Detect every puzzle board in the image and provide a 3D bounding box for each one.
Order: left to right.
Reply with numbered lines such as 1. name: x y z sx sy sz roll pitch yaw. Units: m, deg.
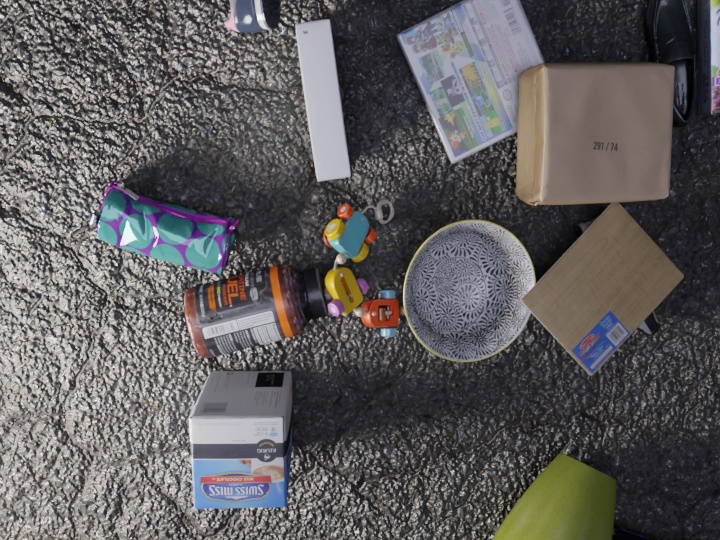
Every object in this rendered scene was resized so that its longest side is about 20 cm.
1. puzzle board: 0.345 0.025 1.265 0.200 0.017 0.151 -45 96 -4

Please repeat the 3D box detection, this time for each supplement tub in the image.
1. supplement tub: -0.149 0.054 1.283 0.196 0.107 0.109 -14 101 0

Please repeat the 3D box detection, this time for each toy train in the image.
1. toy train: 0.000 0.000 1.299 0.149 0.055 0.204 -7 95 -42

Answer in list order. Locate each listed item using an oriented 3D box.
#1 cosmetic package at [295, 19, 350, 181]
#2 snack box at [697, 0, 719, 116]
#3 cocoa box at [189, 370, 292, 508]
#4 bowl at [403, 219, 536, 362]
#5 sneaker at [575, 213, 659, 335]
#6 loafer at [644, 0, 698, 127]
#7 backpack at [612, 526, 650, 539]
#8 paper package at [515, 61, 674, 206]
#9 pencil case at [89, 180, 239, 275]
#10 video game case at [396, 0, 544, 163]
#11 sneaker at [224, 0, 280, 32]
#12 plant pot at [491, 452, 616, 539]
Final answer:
1. cosmetic package: -0.052 -0.231 1.211 0.051 0.151 0.204 -8 101 0
2. snack box: 0.556 -0.328 1.262 0.139 0.053 0.204 -5 100 -2
3. cocoa box: -0.164 0.237 1.267 0.131 0.200 0.134 0 101 -2
4. bowl: 0.146 0.022 1.285 0.197 0.094 0.205 -2 101 -11
5. sneaker: 0.398 0.003 1.308 0.079 0.074 0.202 -30 100 2
6. loafer: 0.446 -0.306 1.253 0.067 0.070 0.204 -9 101 -1
7. backpack: 0.443 0.511 1.343 0.196 0.191 0.156 15 116 -4
8. paper package: 0.324 -0.192 1.239 0.196 0.103 0.194 -2 101 -10
9. pencil case: -0.278 -0.061 1.267 0.197 0.086 0.093 16 126 -5
10. video game case: 0.172 -0.285 1.274 0.180 0.022 0.202 -25 101 3
11. sneaker: -0.164 -0.429 1.216 0.081 0.070 0.204 -4 91 24
12. plant pot: 0.305 0.388 1.336 0.185 0.187 0.203 27 84 -6
